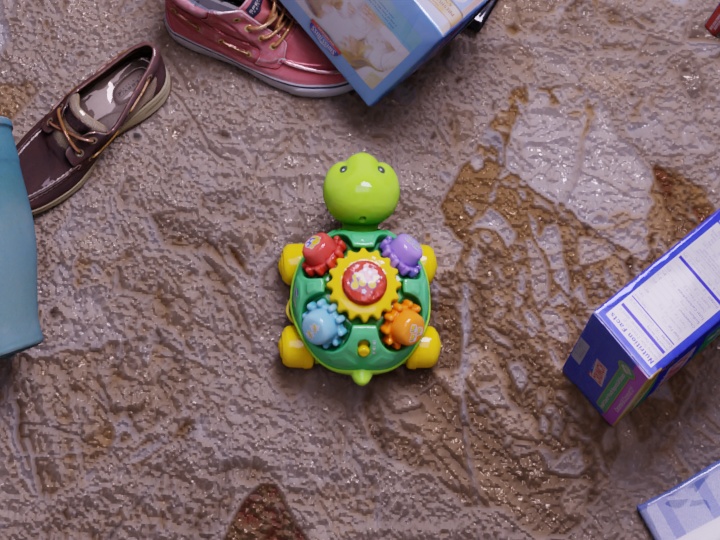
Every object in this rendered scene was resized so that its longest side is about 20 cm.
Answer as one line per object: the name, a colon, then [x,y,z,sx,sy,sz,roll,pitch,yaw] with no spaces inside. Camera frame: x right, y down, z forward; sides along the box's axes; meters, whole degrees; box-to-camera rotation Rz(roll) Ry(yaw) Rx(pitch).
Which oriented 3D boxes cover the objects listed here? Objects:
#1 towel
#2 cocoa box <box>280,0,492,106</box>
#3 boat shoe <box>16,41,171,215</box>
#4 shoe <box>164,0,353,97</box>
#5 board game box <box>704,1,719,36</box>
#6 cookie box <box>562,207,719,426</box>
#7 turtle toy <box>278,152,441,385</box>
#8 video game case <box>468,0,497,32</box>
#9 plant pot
towel: [0.348,0.260,1.261,0.146,0.024,0.201,-27,75,-8]
cocoa box: [0.011,-0.278,1.300,0.200,0.133,0.131,49,51,-3]
boat shoe: [-0.252,-0.132,1.309,0.200,0.072,0.072,-41,80,-13]
shoe: [-0.088,-0.223,1.336,0.198,0.091,0.072,19,73,2]
board game box: [0.417,-0.308,1.388,0.200,0.103,0.019,-40,79,-13]
cookie box: [0.278,0.028,1.248,0.199,0.171,0.075,-38,76,-12]
turtle toy: [0.000,0.000,1.272,0.144,0.101,0.202,0,74,-4]
video game case: [0.086,-0.358,1.421,0.180,0.026,0.201,30,74,5]
plant pot: [-0.355,-0.005,1.213,0.198,0.200,0.190,-20,90,-9]
